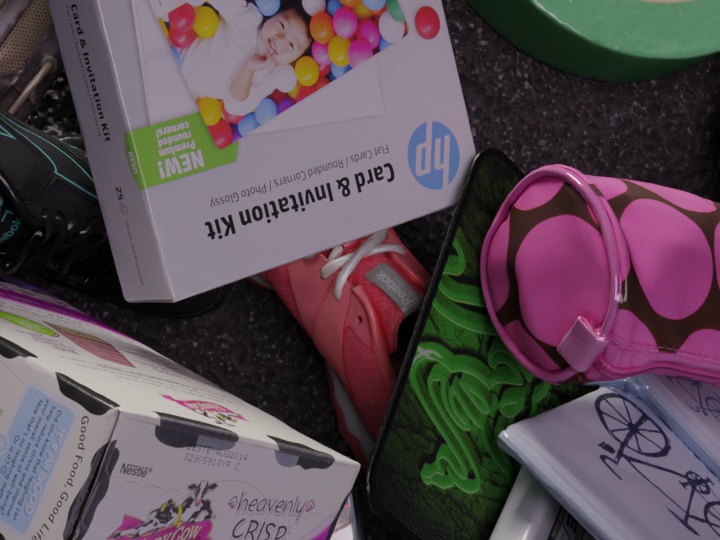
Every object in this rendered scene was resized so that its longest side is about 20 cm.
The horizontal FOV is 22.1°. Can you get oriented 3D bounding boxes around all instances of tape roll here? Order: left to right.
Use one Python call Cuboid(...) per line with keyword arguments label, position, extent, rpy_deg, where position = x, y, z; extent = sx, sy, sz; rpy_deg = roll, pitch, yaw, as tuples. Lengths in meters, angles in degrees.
Cuboid(label="tape roll", position=(0.125, -0.193, 0.867), extent=(0.198, 0.048, 0.203), rpy_deg=(3, 81, -18))

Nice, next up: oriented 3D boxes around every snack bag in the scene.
Cuboid(label="snack bag", position=(0.166, 0.099, 0.750), extent=(0.189, 0.022, 0.199), rpy_deg=(44, 33, 24))

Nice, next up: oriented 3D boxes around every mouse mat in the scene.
Cuboid(label="mouse mat", position=(0.077, 0.065, 0.771), extent=(0.200, 0.007, 0.162), rpy_deg=(42, 59, -42))

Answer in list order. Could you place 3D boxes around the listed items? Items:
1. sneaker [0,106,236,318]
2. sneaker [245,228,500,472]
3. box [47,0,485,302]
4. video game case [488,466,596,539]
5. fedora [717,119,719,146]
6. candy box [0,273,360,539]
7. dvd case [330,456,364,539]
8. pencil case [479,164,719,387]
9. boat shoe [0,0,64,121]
Cuboid(label="sneaker", position=(-0.130, -0.021, 0.715), extent=(0.199, 0.080, 0.075), rpy_deg=(28, 116, -31))
Cuboid(label="sneaker", position=(0.000, 0.000, 0.776), extent=(0.073, 0.087, 0.201), rpy_deg=(-35, 94, -21))
Cuboid(label="box", position=(-0.042, -0.105, 0.699), extent=(0.155, 0.041, 0.202), rpy_deg=(-19, 101, -35))
Cuboid(label="video game case", position=(0.075, 0.202, 0.726), extent=(0.183, 0.023, 0.201), rpy_deg=(64, 37, -28))
Cuboid(label="fedora", position=(0.239, -0.074, 0.854), extent=(0.199, 0.202, 0.092), rpy_deg=(-15, 51, -20))
Cuboid(label="candy box", position=(-0.117, 0.047, 0.647), extent=(0.136, 0.199, 0.062), rpy_deg=(21, 93, -54))
Cuboid(label="dvd case", position=(0.000, 0.174, 0.723), extent=(0.022, 0.146, 0.202), rpy_deg=(-9, 84, 0))
Cuboid(label="pencil case", position=(0.144, 0.018, 0.745), extent=(0.198, 0.091, 0.095), rpy_deg=(10, 55, -33))
Cuboid(label="boat shoe", position=(-0.114, -0.125, 0.769), extent=(0.200, 0.074, 0.073), rpy_deg=(-45, 111, -9))
